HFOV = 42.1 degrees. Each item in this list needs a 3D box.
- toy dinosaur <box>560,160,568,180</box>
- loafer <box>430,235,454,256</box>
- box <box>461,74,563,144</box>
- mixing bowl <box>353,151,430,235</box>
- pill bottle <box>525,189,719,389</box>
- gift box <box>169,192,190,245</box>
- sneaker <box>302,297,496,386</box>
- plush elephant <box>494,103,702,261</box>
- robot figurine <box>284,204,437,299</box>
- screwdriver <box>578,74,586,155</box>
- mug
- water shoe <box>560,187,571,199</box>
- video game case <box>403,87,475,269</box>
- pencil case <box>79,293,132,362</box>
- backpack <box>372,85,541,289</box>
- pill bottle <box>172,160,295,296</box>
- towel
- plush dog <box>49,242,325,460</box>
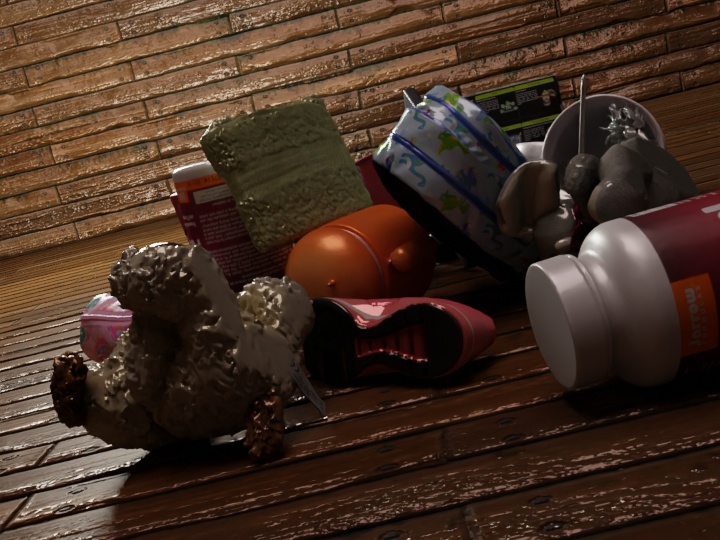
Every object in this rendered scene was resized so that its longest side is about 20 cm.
[{"bbox_3d":[0.240,-0.071,1.119,0.179,0.106,0.200,4,-3,-8],"label":"toy dinosaur"},{"bbox_3d":[0.169,-0.081,1.239,0.198,0.069,0.076,-17,-17,-13],"label":"loafer"},{"bbox_3d":[0.205,-0.168,1.364,0.198,0.195,0.048,-13,9,8],"label":"box"},{"bbox_3d":[0.016,-0.054,1.156,0.199,0.109,0.200,-32,-12,-8],"label":"mixing bowl"},{"bbox_3d":[0.218,0.011,0.620,0.198,0.114,0.113,-16,10,-6],"label":"pill bottle"},{"bbox_3d":[-0.145,-0.074,1.402,0.186,0.186,0.199,-29,20,-28],"label":"gift box"},{"bbox_3d":[0.027,0.059,0.798,0.199,0.075,0.086,0,3,41],"label":"sneaker"},{"bbox_3d":[0.213,-0.037,0.829,0.164,0.155,0.201,22,36,-23],"label":"plush elephant"},{"bbox_3d":[-0.001,0.001,0.964,0.143,0.118,0.199,25,28,27],"label":"robot figurine"},{"bbox_3d":[0.219,-0.088,0.915,0.029,0.202,0.028,9,13,23],"label":"screwdriver"},{"bbox_3d":[0.296,-0.144,1.211,0.198,0.149,0.175,6,5,20],"label":"mug"},{"bbox_3d":[0.239,-0.029,0.974,0.199,0.071,0.079,25,81,50],"label":"water shoe"},{"bbox_3d":[0.096,-0.116,1.145,0.019,0.144,0.201,-16,40,-9],"label":"video game case"},{"bbox_3d":[-0.227,0.061,1.023,0.199,0.088,0.087,-5,14,44],"label":"pencil case"},{"bbox_3d":[0.100,-0.086,0.919,0.199,0.155,0.163,15,24,-39],"label":"backpack"},{"bbox_3d":[-0.130,-0.027,1.038,0.113,0.202,0.114,-13,9,2],"label":"pill bottle"},{"bbox_3d":[-0.072,-0.104,0.988,0.036,0.149,0.200,-27,2,39],"label":"towel"},{"bbox_3d":[-0.138,0.086,0.722,0.171,0.162,0.199,-24,-24,26],"label":"plush dog"}]
